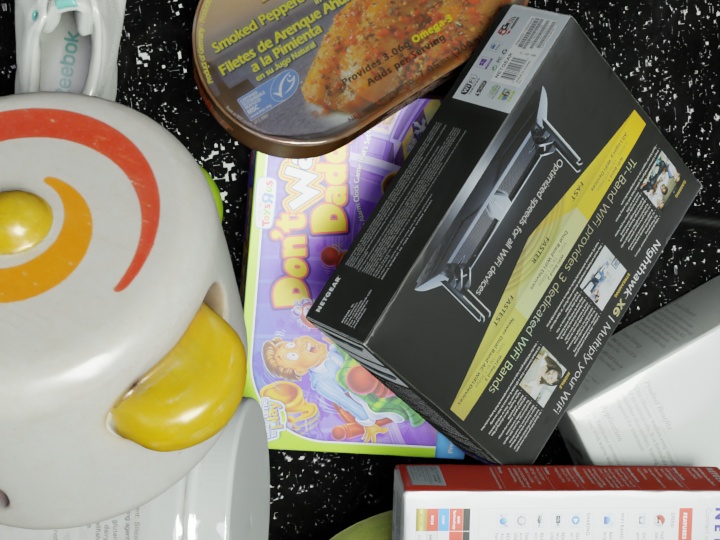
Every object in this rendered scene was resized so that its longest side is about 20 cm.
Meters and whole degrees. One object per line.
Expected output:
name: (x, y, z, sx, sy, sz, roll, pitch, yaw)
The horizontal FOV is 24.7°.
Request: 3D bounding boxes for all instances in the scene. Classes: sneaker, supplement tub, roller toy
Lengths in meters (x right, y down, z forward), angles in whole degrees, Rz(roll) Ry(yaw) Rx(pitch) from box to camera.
sneaker: (-0.150, -0.156, 0.852, 0.074, 0.089, 0.203, -1, 100, -7)
supplement tub: (-0.154, 0.127, 0.861, 0.197, 0.132, 0.134, 2, 100, 6)
roller toy: (-0.149, 0.016, 0.773, 0.180, 0.202, 0.140, -12, 144, -3)

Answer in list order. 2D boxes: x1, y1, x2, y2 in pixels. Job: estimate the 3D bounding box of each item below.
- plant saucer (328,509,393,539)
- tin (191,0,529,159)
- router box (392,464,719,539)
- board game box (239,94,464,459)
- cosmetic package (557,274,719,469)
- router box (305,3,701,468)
plant saucer: (0.040, 0.231, 0.907, 0.197, 0.031, 0.203, -1, 98, -4)
tin: (0.001, -0.139, 0.875, 0.199, 0.042, 0.113, -33, 88, -15)
router box: (0.104, 0.206, 0.867, 0.177, 0.049, 0.203, 1, 98, -5)
board game box: (0.000, 0.000, 0.923, 0.133, 0.045, 0.203, 3, 100, -9)
cosmetic package: (0.216, 0.069, 0.950, 0.198, 0.081, 0.114, -27, 103, -4)
router box: (0.082, -0.013, 0.874, 0.157, 0.052, 0.201, 43, 76, -41)
